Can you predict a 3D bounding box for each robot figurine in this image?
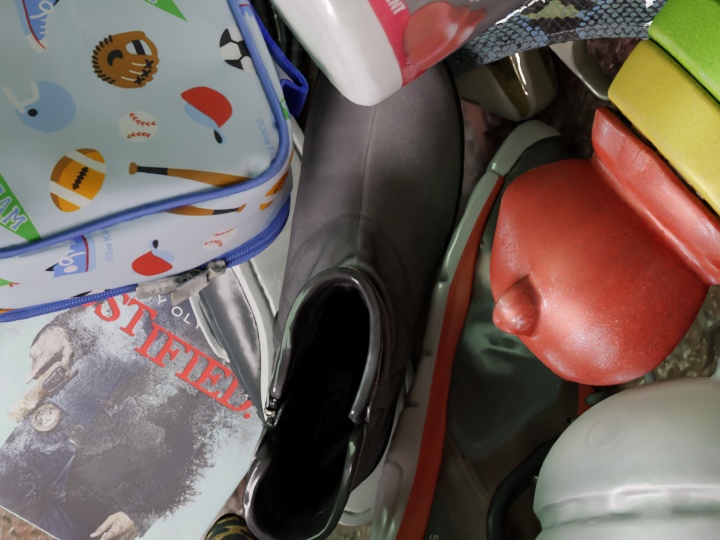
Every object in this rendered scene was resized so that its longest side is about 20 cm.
[{"bbox_3d":[0.116,0.124,0.732,0.169,0.112,0.202,-21,65,56],"label":"robot figurine"}]

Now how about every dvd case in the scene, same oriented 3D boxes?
[{"bbox_3d":[-0.095,0.031,0.949,0.201,0.145,0.022,-55,17,8],"label":"dvd case"}]

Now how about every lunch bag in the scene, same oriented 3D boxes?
[{"bbox_3d":[-0.110,-0.078,0.821,0.076,0.159,0.201,101,150,-62],"label":"lunch bag"}]

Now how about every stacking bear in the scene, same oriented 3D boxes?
[{"bbox_3d":[0.125,-0.045,0.725,0.200,0.121,0.114,-44,62,7],"label":"stacking bear"}]

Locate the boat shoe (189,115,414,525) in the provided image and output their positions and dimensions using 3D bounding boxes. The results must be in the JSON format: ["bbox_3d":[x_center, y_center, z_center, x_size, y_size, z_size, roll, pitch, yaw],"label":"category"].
[{"bbox_3d":[-0.033,0.013,0.913,0.060,0.075,0.202,12,122,59],"label":"boat shoe"}]

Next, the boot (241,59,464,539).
[{"bbox_3d":[0.000,0.000,0.811,0.069,0.132,0.202,5,93,4],"label":"boot"}]

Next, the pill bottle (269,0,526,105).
[{"bbox_3d":[0.051,-0.160,0.789,0.199,0.111,0.111,-35,48,-5],"label":"pill bottle"}]

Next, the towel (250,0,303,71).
[{"bbox_3d":[-0.106,-0.067,1.049,0.165,0.085,0.202,-13,69,43],"label":"towel"}]

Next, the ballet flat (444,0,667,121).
[{"bbox_3d":[0.076,-0.096,0.872,0.199,0.074,0.075,-13,71,47],"label":"ballet flat"}]

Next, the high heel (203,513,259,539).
[{"bbox_3d":[0.007,0.137,0.908,0.142,0.071,0.200,-39,36,5],"label":"high heel"}]

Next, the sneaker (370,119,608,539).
[{"bbox_3d":[0.064,0.039,0.858,0.081,0.077,0.202,16,74,6],"label":"sneaker"}]
